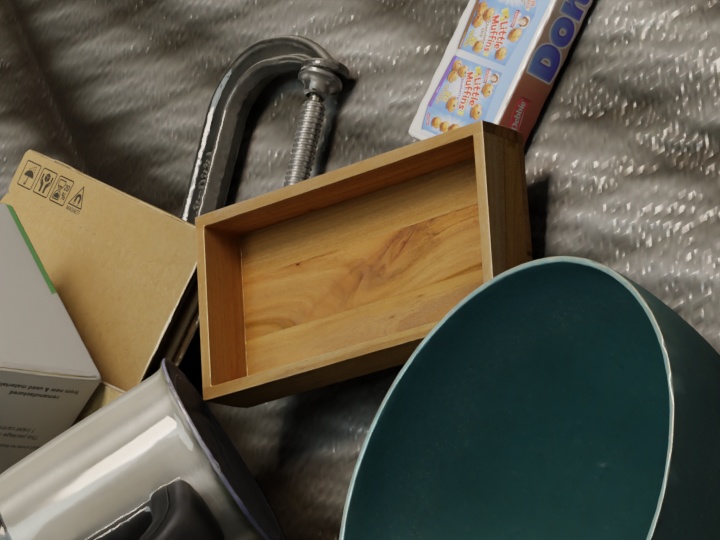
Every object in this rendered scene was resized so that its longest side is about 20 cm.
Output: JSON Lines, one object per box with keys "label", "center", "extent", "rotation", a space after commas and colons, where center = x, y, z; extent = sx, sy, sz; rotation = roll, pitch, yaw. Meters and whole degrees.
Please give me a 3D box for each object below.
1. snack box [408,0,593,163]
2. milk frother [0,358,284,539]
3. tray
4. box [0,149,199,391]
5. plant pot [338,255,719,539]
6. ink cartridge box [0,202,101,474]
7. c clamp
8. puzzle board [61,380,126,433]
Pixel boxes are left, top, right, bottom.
{"label": "snack box", "center": [0.091, -0.148, 1.528], "extent": [0.072, 0.024, 0.201], "rotation": [27, 92, 56]}
{"label": "milk frother", "center": [-0.118, 0.187, 1.527], "extent": [0.188, 0.200, 0.181], "rotation": [-32, 34, 3]}
{"label": "tray", "center": [0.000, 0.000, 1.515], "extent": [0.199, 0.037, 0.099], "rotation": [-17, 69, 39]}
{"label": "box", "center": [-0.168, 0.030, 1.712], "extent": [0.200, 0.021, 0.164], "rotation": [24, 89, 49]}
{"label": "plant pot", "center": [0.104, 0.112, 1.247], "extent": [0.200, 0.134, 0.201], "rotation": [-31, 46, 40]}
{"label": "ink cartridge box", "center": [-0.245, 0.077, 1.660], "extent": [0.200, 0.084, 0.146], "rotation": [-55, 48, 28]}
{"label": "c clamp", "center": [-0.048, -0.042, 1.658], "extent": [0.170, 0.027, 0.201], "rotation": [-16, 59, 52]}
{"label": "puzzle board", "center": [-0.182, 0.149, 1.652], "extent": [0.150, 0.017, 0.201], "rotation": [19, 99, 49]}
